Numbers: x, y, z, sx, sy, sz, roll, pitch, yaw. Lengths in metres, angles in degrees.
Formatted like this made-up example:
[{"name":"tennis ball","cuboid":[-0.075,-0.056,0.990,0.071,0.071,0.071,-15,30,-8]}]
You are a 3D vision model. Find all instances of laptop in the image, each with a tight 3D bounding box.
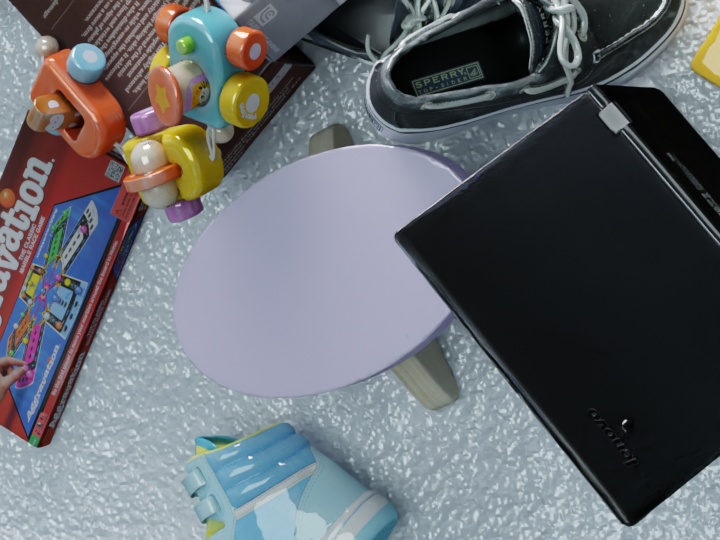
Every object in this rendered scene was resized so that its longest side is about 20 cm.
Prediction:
[{"name":"laptop","cuboid":[0.150,0.008,0.954,0.116,0.200,0.188,-43,78,22]}]

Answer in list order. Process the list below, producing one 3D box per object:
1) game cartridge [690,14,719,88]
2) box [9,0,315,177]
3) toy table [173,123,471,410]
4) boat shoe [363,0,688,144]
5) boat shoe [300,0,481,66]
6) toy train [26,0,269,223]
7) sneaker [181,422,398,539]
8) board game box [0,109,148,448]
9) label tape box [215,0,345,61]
[{"name":"game cartridge","cuboid":[0.303,-0.152,0.974,0.176,0.032,0.201,35,108,17]},{"name":"box","cuboid":[-0.135,-0.160,1.128,0.200,0.075,0.100,47,108,15]},{"name":"toy table","cuboid":[0.000,0.000,1.058,0.199,0.117,0.185,-13,89,23]},{"name":"boat shoe","cuboid":[0.097,-0.130,0.990,0.198,0.068,0.074,-16,80,-12]},{"name":"boat shoe","cuboid":[0.027,-0.150,1.067,0.199,0.062,0.075,20,100,20]},{"name":"toy train","cuboid":[-0.134,-0.104,1.036,0.150,0.056,0.200,52,140,6]},{"name":"sneaker","cuboid":[-0.083,0.179,1.126,0.131,0.080,0.200,44,98,12]},{"name":"board game box","cuboid":[-0.214,0.005,1.199,0.103,0.019,0.201,29,103,20]},{"name":"label tape box","cuboid":[-0.023,-0.241,1.043,0.200,0.066,0.144,-40,62,7]}]
